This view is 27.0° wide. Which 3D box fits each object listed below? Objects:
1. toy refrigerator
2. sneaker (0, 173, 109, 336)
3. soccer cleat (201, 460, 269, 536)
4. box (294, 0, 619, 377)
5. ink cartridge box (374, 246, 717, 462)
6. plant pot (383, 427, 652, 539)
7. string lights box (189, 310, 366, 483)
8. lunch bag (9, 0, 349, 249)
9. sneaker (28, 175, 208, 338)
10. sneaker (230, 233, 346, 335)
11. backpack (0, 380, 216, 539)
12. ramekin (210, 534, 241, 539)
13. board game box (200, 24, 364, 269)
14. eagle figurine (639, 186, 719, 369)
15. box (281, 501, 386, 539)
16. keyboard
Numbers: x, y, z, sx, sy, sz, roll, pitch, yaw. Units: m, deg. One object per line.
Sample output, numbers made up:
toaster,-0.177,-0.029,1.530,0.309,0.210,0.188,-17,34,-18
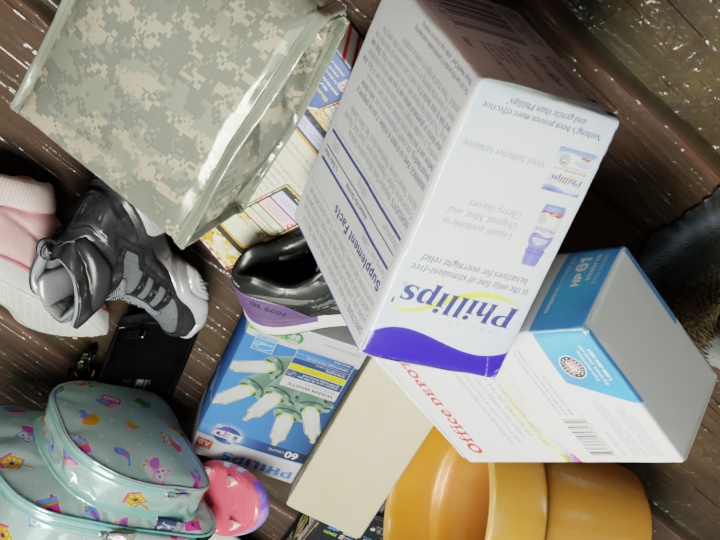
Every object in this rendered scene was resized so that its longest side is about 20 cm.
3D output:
toy refrigerator,0.012,0.135,1.302,0.076,0.070,0.200,25,127,-4
sneaker,-0.259,-0.015,1.218,0.075,0.105,0.200,-2,159,21
soccer cleat,-0.128,0.206,1.365,0.076,0.067,0.200,0,172,-35
box,0.055,-0.064,0.998,0.105,0.184,0.200,13,116,-24
ink cartridge box,0.130,0.066,1.085,0.200,0.085,0.145,-8,132,44
plant pot,0.144,0.221,1.306,0.183,0.200,0.200,11,136,-23
string lights box,-0.070,0.094,1.295,0.103,0.059,0.200,19,134,-10
lunch bag,-0.114,-0.148,1.003,0.164,0.118,0.200,38,121,7
sneaker,-0.194,0.010,1.180,0.075,0.114,0.200,34,156,32
sneaker,0.000,0.000,1.153,0.200,0.076,0.088,-13,155,3
backpack,-0.238,0.187,1.281,0.200,0.176,0.153,4,122,-32
ramekin,-0.176,0.334,1.435,0.200,0.201,0.098,27,138,-16
board game box,-0.063,-0.096,1.126,0.200,0.046,0.152,-21,127,26
eagle figurine,0.275,0.029,1.159,0.200,0.151,0.152,-32,171,-2
box,0.023,0.295,1.479,0.200,0.050,0.199,21,134,-12
keyboard,-0.218,0.095,1.349,0.104,0.040,0.200,3,137,-26
